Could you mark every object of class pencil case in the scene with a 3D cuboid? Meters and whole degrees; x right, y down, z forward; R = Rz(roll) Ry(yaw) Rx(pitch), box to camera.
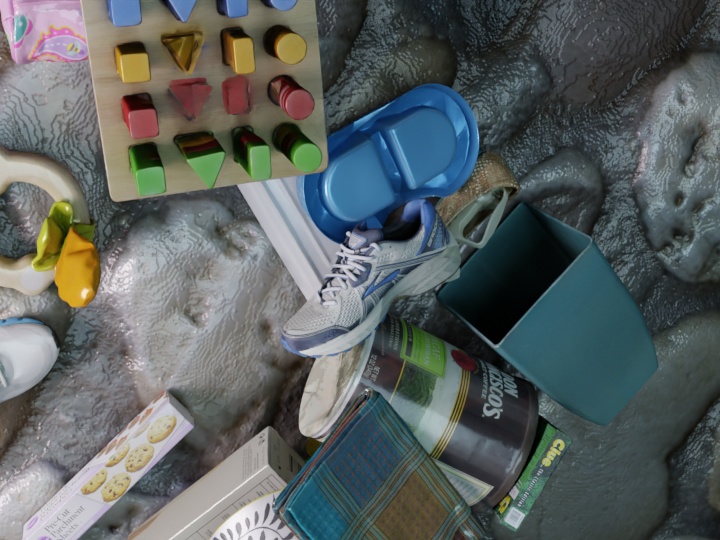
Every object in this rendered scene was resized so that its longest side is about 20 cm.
[{"bbox_3d":[-0.211,-0.230,0.929,0.197,0.087,0.089,-8,107,-14],"label":"pencil case"}]

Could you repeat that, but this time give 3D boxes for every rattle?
[{"bbox_3d":[-0.323,-0.052,0.917,0.129,0.143,0.200,-32,119,13],"label":"rattle"}]

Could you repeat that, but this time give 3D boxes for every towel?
[{"bbox_3d":[0.025,0.226,0.970,0.147,0.022,0.201,-49,114,-26],"label":"towel"}]

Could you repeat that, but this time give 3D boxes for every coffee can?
[{"bbox_3d":[0.057,0.137,1.069,0.198,0.146,0.148,26,96,-15],"label":"coffee can"}]

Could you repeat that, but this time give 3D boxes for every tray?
[{"bbox_3d":[-0.047,-0.063,1.061,0.107,0.022,0.201,-33,112,-8],"label":"tray"}]

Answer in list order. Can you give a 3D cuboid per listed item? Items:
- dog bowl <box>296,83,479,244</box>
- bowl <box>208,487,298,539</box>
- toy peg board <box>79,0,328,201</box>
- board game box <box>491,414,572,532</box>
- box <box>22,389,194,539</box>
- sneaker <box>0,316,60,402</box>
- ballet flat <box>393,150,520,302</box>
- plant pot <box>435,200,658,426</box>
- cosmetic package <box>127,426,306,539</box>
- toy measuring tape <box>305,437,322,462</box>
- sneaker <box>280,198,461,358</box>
[{"bbox_3d":[0.023,-0.105,1.042,0.199,0.049,0.113,-32,111,-17],"label":"dog bowl"},{"bbox_3d":[-0.048,0.302,1.004,0.198,0.095,0.203,-10,130,-11],"label":"bowl"},{"bbox_3d":[-0.120,-0.159,0.884,0.197,0.098,0.202,-10,111,-15],"label":"toy peg board"},{"bbox_3d":[0.164,0.198,1.103,0.023,0.200,0.105,34,91,-1],"label":"board game box"},{"bbox_3d":[-0.250,0.205,1.059,0.200,0.039,0.042,-43,111,-3],"label":"box"},{"bbox_3d":[-0.367,0.111,0.972,0.198,0.087,0.076,-26,109,-11],"label":"sneaker"},{"bbox_3d":[0.089,-0.032,1.082,0.201,0.065,0.070,-52,152,2],"label":"ballet flat"},{"bbox_3d":[0.211,0.061,1.117,0.141,0.141,0.200,-46,119,-1],"label":"plant pot"},{"bbox_3d":[-0.133,0.261,1.067,0.199,0.071,0.105,-37,112,12],"label":"cosmetic package"},{"bbox_3d":[0.018,0.233,1.138,0.074,0.074,0.200,-46,114,-1],"label":"toy measuring tape"},{"bbox_3d":[0.000,0.000,0.993,0.199,0.077,0.086,-36,127,-19],"label":"sneaker"}]
